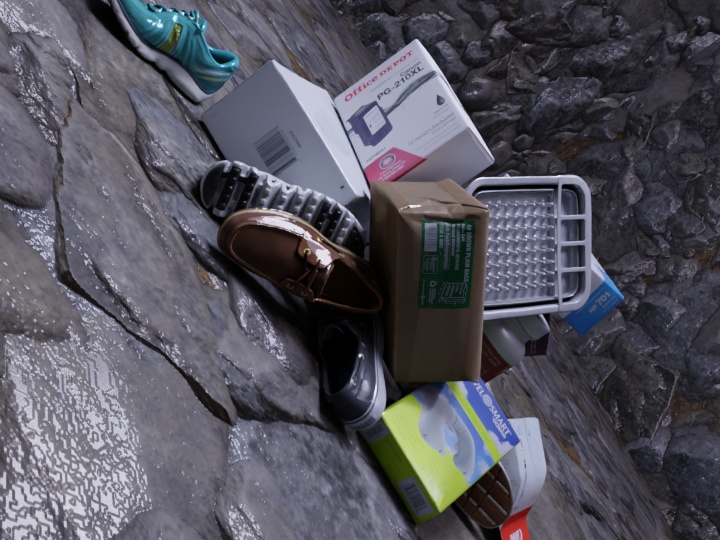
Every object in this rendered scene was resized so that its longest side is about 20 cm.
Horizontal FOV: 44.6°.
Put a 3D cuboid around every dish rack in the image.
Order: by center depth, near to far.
[{"bbox_3d":[0.199,-0.031,1.088,0.043,0.199,0.172,8,-79,60],"label":"dish rack"}]

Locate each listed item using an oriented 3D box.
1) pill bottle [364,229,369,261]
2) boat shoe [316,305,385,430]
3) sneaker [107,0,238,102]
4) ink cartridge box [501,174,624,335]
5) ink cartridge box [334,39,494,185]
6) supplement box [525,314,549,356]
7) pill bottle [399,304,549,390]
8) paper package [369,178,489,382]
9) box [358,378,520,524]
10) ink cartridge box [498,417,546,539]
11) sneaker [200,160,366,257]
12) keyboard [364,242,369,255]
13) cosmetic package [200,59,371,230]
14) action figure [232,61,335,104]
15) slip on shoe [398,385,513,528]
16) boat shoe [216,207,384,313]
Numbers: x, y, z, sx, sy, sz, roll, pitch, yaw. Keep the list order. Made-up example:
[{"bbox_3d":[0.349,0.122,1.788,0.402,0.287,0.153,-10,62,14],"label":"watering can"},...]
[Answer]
[{"bbox_3d":[0.087,-0.036,1.281,0.200,0.111,0.111,23,1,23],"label":"pill bottle"},{"bbox_3d":[-0.019,0.084,0.951,0.066,0.070,0.200,47,23,-32],"label":"boat shoe"},{"bbox_3d":[-0.225,-0.287,1.046,0.200,0.080,0.078,38,23,-49],"label":"sneaker"},{"bbox_3d":[0.257,-0.023,1.235,0.200,0.086,0.147,40,17,-23],"label":"ink cartridge box"},{"bbox_3d":[0.065,-0.186,1.152,0.084,0.145,0.200,42,20,-46],"label":"ink cartridge box"},{"bbox_3d":[0.169,0.069,1.302,0.110,0.199,0.086,-97,-176,-60],"label":"supplement box"},{"bbox_3d":[0.146,0.099,1.175,0.112,0.200,0.112,51,15,-20],"label":"pill bottle"},{"bbox_3d":[0.073,0.007,1.005,0.191,0.103,0.201,-120,-150,-71],"label":"paper package"},{"bbox_3d":[0.099,0.181,0.987,0.200,0.048,0.122,-25,80,-48],"label":"box"},{"bbox_3d":[0.216,0.297,1.157,0.160,0.047,0.201,20,58,-66],"label":"ink cartridge box"},{"bbox_3d":[-0.083,-0.068,0.974,0.200,0.075,0.081,28,8,-18],"label":"sneaker"},{"bbox_3d":[0.000,0.000,1.104,0.200,0.039,0.104,65,11,-67],"label":"keyboard"},{"bbox_3d":[-0.072,-0.137,1.133,0.200,0.123,0.200,59,16,9],"label":"cosmetic package"},{"bbox_3d":[-0.101,-0.234,1.304,0.199,0.102,0.119,10,67,-17],"label":"action figure"},{"bbox_3d":[0.115,0.224,1.076,0.200,0.076,0.061,49,3,-5],"label":"slip on shoe"},{"bbox_3d":[-0.054,-0.006,0.915,0.200,0.072,0.068,25,11,-33],"label":"boat shoe"}]
